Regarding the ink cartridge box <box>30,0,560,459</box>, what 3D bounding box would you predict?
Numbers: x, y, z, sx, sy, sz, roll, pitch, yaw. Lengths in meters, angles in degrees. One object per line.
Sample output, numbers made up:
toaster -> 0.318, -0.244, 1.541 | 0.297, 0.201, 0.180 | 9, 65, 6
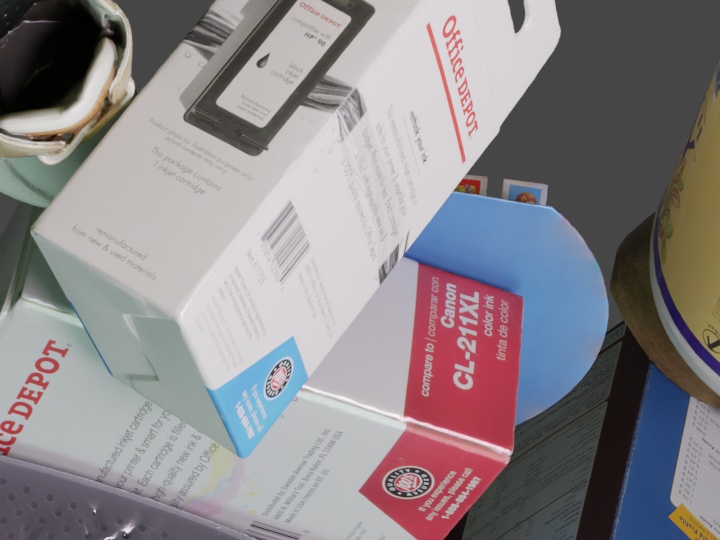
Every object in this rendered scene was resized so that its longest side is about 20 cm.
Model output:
ink cartridge box -> -0.016, -0.049, 1.001 | 0.200, 0.068, 0.116 | -52, 156, -17

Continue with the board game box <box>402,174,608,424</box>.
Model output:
board game box -> 0.000, 0.000, 1.161 | 0.200, 0.039, 0.158 | 9, 141, -2

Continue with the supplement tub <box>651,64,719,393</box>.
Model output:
supplement tub -> 0.197, -0.041, 1.078 | 0.145, 0.146, 0.200 | -8, 149, -14

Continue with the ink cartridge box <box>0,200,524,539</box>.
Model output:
ink cartridge box -> -0.056, 0.047, 1.128 | 0.200, 0.083, 0.146 | 19, 141, -14

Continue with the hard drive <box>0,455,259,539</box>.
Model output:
hard drive -> -0.108, 0.151, 1.101 | 0.200, 0.135, 0.042 | 19, 164, -12

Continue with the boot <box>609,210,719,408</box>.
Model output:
boot -> 0.189, 0.048, 1.251 | 0.200, 0.074, 0.075 | 49, 133, -12

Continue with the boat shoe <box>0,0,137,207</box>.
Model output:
boat shoe -> -0.113, -0.067, 0.959 | 0.075, 0.068, 0.200 | -46, 150, -6

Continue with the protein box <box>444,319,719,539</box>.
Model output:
protein box -> 0.145, 0.160, 1.284 | 0.199, 0.200, 0.135 | 41, 126, -16
